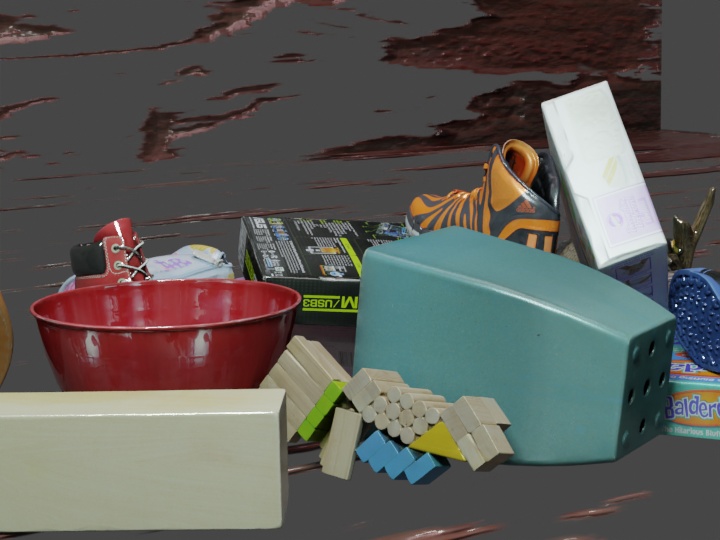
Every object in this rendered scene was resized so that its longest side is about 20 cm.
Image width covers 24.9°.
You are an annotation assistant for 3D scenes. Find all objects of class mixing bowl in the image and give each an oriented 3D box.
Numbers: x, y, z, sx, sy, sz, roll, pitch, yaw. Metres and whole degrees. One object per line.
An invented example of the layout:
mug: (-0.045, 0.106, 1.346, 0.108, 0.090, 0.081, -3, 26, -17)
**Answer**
mixing bowl: (-0.142, 0.074, 1.203, 0.198, 0.109, 0.200, 0, 9, 0)

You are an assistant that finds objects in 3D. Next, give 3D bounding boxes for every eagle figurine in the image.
eagle figurine: (0.272, -0.037, 1.754, 0.199, 0.152, 0.151, 25, -14, 34)

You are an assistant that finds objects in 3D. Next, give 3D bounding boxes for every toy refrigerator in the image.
toy refrigerator: (-0.146, 0.119, 1.034, 0.198, 0.077, 0.070, -1, 9, 2)

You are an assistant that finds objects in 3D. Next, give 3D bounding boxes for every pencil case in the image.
pencil case: (-0.204, 0.028, 1.573, 0.090, 0.084, 0.200, -22, -2, 32)

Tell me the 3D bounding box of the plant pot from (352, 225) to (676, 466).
plant pot: (0.115, 0.062, 1.174, 0.199, 0.143, 0.141, 12, 15, 31)

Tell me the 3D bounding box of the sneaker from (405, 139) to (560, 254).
sneaker: (0.108, -0.056, 1.327, 0.077, 0.113, 0.200, 2, 17, -31)

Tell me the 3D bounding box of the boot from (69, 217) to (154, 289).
boot: (-0.170, 0.033, 1.352, 0.199, 0.146, 0.072, 8, 11, 38)

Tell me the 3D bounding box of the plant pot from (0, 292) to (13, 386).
plant pot: (-0.357, 0.040, 1.251, 0.199, 0.202, 0.140, -7, 27, -34)

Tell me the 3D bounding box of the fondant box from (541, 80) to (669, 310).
fondant box: (0.199, -0.039, 1.309, 0.058, 0.145, 0.200, -18, -23, 5)

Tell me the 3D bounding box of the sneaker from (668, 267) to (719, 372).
sneaker: (0.301, 0.045, 1.195, 0.077, 0.071, 0.200, -3, 17, -19)

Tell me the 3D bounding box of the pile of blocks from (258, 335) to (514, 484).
pile of blocks: (0.021, 0.108, 1.122, 0.199, 0.083, 0.062, 17, 3, 33)

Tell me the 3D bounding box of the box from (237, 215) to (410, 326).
box: (0.000, 0.000, 1.379, 0.191, 0.048, 0.200, 4, 15, -11)

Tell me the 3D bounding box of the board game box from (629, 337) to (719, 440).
board game box: (0.292, 0.087, 1.270, 0.151, 0.045, 0.200, 3, 11, 23)

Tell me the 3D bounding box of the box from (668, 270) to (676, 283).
box: (0.265, 0.041, 1.542, 0.198, 0.049, 0.158, -5, 9, -25)

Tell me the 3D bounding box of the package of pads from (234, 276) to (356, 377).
package of pads: (-0.036, 0.047, 1.461, 0.199, 0.076, 0.120, 4, 13, 27)
